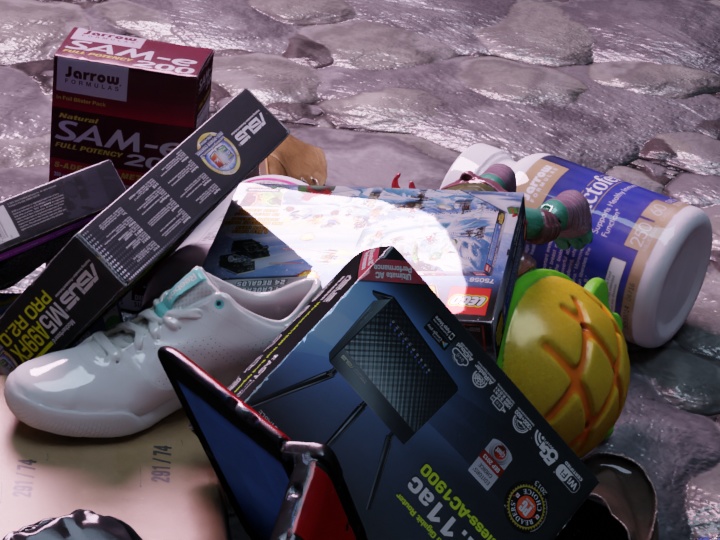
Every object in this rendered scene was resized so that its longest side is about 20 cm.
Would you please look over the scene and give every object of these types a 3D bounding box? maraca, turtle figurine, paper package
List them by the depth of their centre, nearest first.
[{"bbox_3d":[-0.172,0.155,1.094,0.190,0.104,0.200,2,29,-12],"label":"paper package"},{"bbox_3d":[0.134,0.066,1.279,0.107,0.137,0.200,2,5,32],"label":"maraca"},{"bbox_3d":[0.081,-0.020,1.345,0.150,0.101,0.200,39,35,16],"label":"turtle figurine"}]

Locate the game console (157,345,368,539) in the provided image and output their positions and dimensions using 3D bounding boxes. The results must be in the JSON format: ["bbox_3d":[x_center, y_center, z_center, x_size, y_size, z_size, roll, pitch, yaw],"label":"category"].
[{"bbox_3d":[-0.054,0.166,0.982,0.118,0.200,0.173,4,53,20],"label":"game console"}]

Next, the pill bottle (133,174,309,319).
[{"bbox_3d":[-0.088,0.020,1.345,0.113,0.114,0.200,14,30,12],"label":"pill bottle"}]

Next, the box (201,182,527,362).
[{"bbox_3d":[0.000,0.000,1.223,0.200,0.040,0.137,3,38,14],"label":"box"}]

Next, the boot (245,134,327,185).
[{"bbox_3d":[-0.061,-0.068,1.563,0.075,0.074,0.200,13,26,-10],"label":"boot"}]

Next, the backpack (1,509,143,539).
[{"bbox_3d":[-0.125,0.224,0.890,0.126,0.200,0.167,-14,56,-30],"label":"backpack"}]

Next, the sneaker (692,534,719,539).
[{"bbox_3d":[0.284,0.170,1.206,0.200,0.075,0.078,-13,31,-35],"label":"sneaker"}]

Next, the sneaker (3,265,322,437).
[{"bbox_3d":[-0.113,0.040,1.120,0.200,0.089,0.075,-8,34,-24],"label":"sneaker"}]

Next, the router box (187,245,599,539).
[{"bbox_3d":[0.022,0.108,1.098,0.150,0.200,0.062,-47,11,-25],"label":"router box"}]

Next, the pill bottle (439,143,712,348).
[{"bbox_3d":[0.164,-0.025,1.483,0.200,0.116,0.116,22,32,26],"label":"pill bottle"}]

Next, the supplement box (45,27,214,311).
[{"bbox_3d":[-0.172,-0.071,1.398,0.109,0.200,0.061,9,28,3],"label":"supplement box"}]

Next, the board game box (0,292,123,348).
[{"bbox_3d":[-0.273,0.063,1.257,0.135,0.035,0.200,0,19,40],"label":"board game box"}]

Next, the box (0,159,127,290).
[{"bbox_3d":[-0.263,-0.007,1.295,0.143,0.200,0.036,-26,87,-40],"label":"box"}]

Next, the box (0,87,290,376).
[{"bbox_3d":[-0.147,-0.017,1.201,0.044,0.160,0.200,46,42,-4],"label":"box"}]

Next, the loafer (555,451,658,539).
[{"bbox_3d":[0.152,0.167,1.178,0.073,0.071,0.200,12,29,9],"label":"loafer"}]
